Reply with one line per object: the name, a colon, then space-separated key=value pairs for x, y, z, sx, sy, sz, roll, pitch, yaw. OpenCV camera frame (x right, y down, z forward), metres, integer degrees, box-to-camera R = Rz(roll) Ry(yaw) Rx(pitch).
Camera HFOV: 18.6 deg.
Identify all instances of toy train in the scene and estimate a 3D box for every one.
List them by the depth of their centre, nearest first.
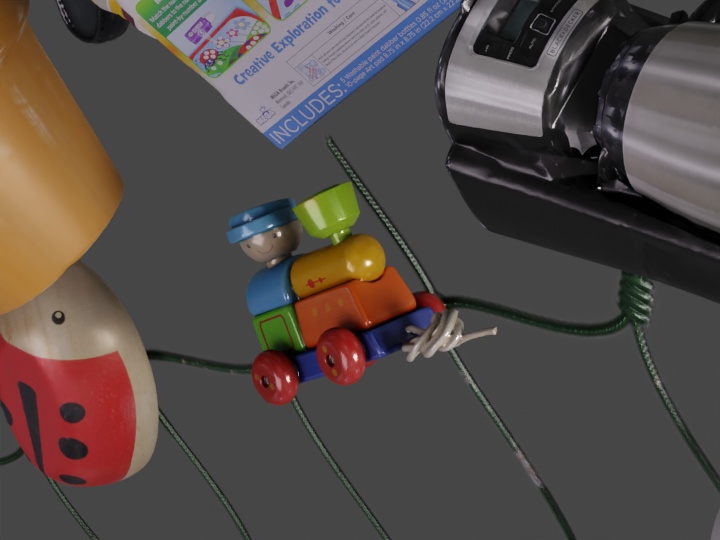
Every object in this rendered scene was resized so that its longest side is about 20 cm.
toy train: x=0.000 y=0.000 z=1.269 sx=0.200 sy=0.084 sz=0.116 roll=-21 pitch=91 yaw=53

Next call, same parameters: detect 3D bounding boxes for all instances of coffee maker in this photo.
coffee maker: x=0.148 y=-0.043 z=1.017 sx=0.199 sy=0.135 sz=0.193 roll=21 pitch=135 yaw=36

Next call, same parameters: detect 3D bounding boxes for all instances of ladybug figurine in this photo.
ladybug figurine: x=-0.208 y=0.081 z=1.559 sx=0.135 sy=0.072 sz=0.201 roll=23 pitch=135 yaw=33

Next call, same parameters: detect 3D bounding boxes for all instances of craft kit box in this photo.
craft kit box: x=-0.050 y=-0.180 z=1.117 sx=0.197 sy=0.049 sz=0.200 roll=39 pitch=136 yaw=-17

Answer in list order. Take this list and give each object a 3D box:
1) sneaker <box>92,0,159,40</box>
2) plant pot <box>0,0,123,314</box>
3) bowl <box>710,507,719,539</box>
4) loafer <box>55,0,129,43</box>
sneaker: x=-0.089 y=-0.202 z=1.198 sx=0.090 sy=0.075 sz=0.200 roll=30 pitch=145 yaw=10
plant pot: x=-0.255 y=-0.077 z=1.391 sx=0.183 sy=0.201 sz=0.200 roll=48 pitch=147 yaw=-22
bowl: x=0.276 y=0.180 z=1.124 sx=0.200 sy=0.075 sz=0.200 roll=53 pitch=146 yaw=-2
loafer: x=-0.179 y=-0.218 z=1.272 sx=0.068 sy=0.070 sz=0.201 roll=20 pitch=134 yaw=36
